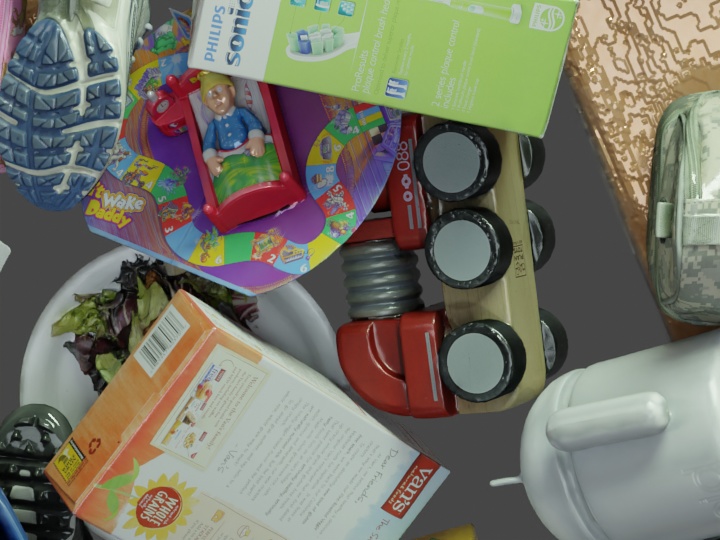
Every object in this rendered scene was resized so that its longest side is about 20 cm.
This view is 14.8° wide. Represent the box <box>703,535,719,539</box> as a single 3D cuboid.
[{"bbox_3d":[0.207,0.203,1.616,0.200,0.122,0.106,-20,98,6],"label":"box"}]

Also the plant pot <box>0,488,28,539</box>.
[{"bbox_3d":[-0.260,0.236,1.535,0.200,0.180,0.200,-15,119,17],"label":"plant pot"}]

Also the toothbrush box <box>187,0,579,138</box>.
[{"bbox_3d":[0.010,-0.154,1.541,0.200,0.146,0.086,12,113,-8],"label":"toothbrush box"}]

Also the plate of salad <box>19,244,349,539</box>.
[{"bbox_3d":[-0.106,0.079,1.656,0.200,0.048,0.200,1,99,4],"label":"plate of salad"}]

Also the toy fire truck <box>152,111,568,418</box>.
[{"bbox_3d":[0.000,0.000,1.613,0.200,0.129,0.176,-6,94,25],"label":"toy fire truck"}]

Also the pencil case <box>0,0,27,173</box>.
[{"bbox_3d":[-0.226,-0.151,1.606,0.083,0.087,0.200,11,101,8],"label":"pencil case"}]

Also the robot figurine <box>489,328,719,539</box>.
[{"bbox_3d":[0.175,0.100,1.585,0.200,0.170,0.113,-18,62,31],"label":"robot figurine"}]

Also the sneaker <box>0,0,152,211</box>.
[{"bbox_3d":[-0.151,-0.132,1.590,0.077,0.085,0.200,13,99,17],"label":"sneaker"}]

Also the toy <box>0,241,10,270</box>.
[{"bbox_3d":[-0.300,-0.028,1.645,0.200,0.047,0.115,36,116,12],"label":"toy"}]

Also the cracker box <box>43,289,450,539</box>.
[{"bbox_3d":[-0.063,0.116,1.602,0.200,0.058,0.134,34,96,-35],"label":"cracker box"}]

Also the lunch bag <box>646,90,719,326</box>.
[{"bbox_3d":[0.262,-0.029,1.552,0.200,0.168,0.139,3,100,3],"label":"lunch bag"}]

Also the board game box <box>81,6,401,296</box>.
[{"bbox_3d":[-0.078,-0.079,1.574,0.200,0.039,0.158,22,76,30],"label":"board game box"}]

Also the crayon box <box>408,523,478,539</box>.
[{"bbox_3d":[0.068,0.266,1.610,0.058,0.173,0.200,-16,98,6],"label":"crayon box"}]

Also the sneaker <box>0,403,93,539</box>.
[{"bbox_3d":[-0.193,0.160,1.648,0.066,0.091,0.200,6,114,6],"label":"sneaker"}]
